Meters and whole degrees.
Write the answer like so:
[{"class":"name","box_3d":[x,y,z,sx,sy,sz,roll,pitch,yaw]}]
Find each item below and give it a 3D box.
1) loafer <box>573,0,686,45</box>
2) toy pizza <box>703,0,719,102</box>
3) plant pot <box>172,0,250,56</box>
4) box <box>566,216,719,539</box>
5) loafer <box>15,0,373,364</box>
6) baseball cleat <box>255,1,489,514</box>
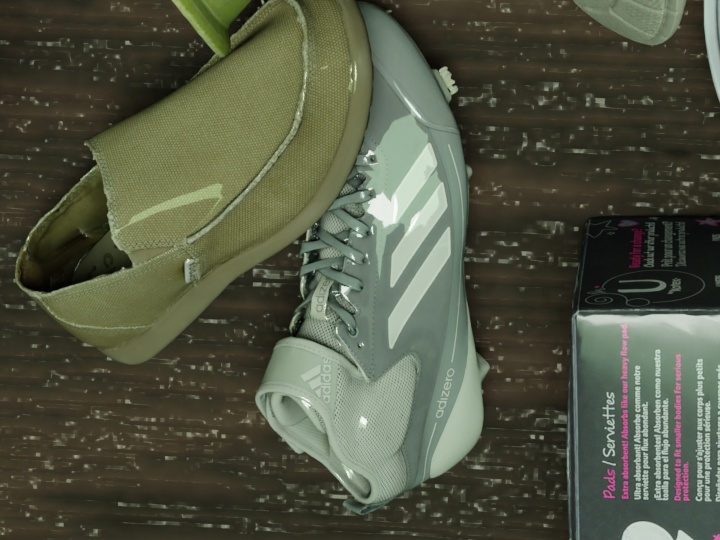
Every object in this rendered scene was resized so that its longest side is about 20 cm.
[{"class":"loafer","box_3d":[0.091,-0.155,0.723,0.072,0.200,0.063,27,77,30]},{"class":"toy pizza","box_3d":[0.229,-0.100,0.760,0.198,0.032,0.202,0,92,2]},{"class":"plant pot","box_3d":[-0.031,-0.211,0.710,0.189,0.200,0.201,-35,102,2]},{"class":"box","box_3d":[0.140,0.090,0.804,0.113,0.132,0.202,1,107,8]},{"class":"loafer","box_3d":[-0.067,-0.033,0.786,0.067,0.076,0.200,12,132,-38]},{"class":"baseball cleat","box_3d":[0.000,0.000,0.802,0.069,0.106,0.202,3,113,45]}]
